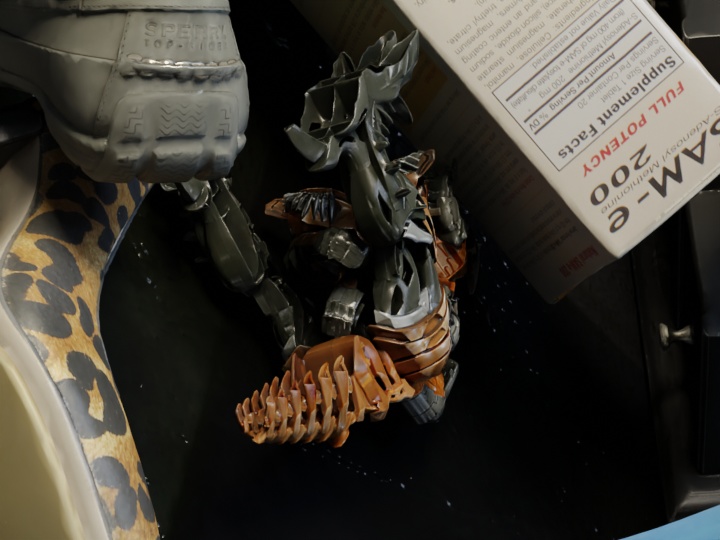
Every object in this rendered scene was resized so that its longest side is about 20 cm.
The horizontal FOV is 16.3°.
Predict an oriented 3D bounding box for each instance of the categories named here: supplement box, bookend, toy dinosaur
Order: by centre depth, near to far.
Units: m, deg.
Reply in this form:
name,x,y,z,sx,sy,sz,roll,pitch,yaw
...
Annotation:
name,x,y,z,sx,sy,sz,roll,pitch,yaw
toy dinosaur,0.000,0.000,0.860,0.200,0.102,0.136,-104,169,-73
supplement box,0.042,-0.091,0.914,0.200,0.073,0.126,50,-10,1
bookend,0.161,-0.033,1.027,0.199,0.091,0.201,84,3,-45

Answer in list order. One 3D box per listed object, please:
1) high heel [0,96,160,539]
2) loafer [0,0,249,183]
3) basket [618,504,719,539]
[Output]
name,x,y,z,sx,sy,sz,roll,pitch,yaw
high heel,-0.070,0.028,0.728,0.142,0.071,0.201,-5,55,-51
loafer,-0.084,-0.085,0.750,0.070,0.070,0.200,-4,21,-29
basket,0.169,0.130,0.886,0.200,0.176,0.140,45,32,-40
